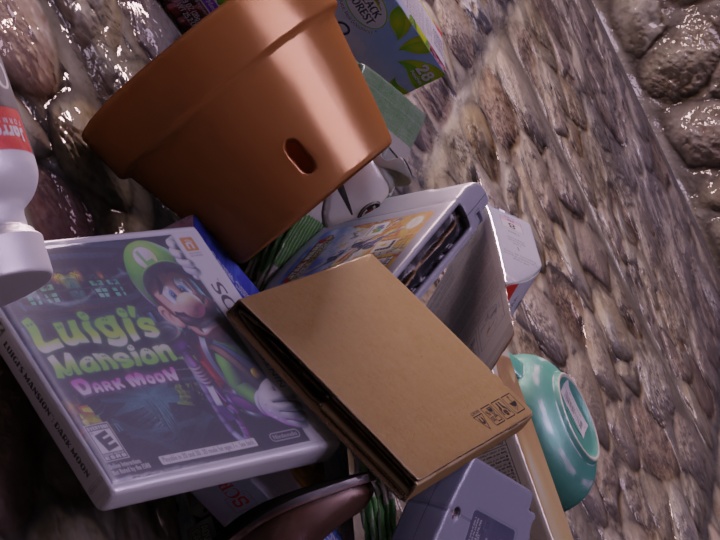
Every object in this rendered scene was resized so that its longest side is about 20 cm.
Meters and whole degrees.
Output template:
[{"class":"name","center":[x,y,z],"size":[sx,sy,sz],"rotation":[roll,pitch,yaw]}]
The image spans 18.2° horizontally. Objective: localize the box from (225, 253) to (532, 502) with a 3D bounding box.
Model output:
[{"class":"box","center":[0.017,0.063,1.463],"size":[0.163,0.021,0.200],"rotation":[45,24,12]}]

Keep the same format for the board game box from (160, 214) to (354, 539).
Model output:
[{"class":"board game box","center":[-0.072,0.096,1.491],"size":[0.200,0.041,0.200],"rotation":[51,22,-37]}]

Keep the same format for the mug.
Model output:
[{"class":"mug","center":[0.143,0.148,2.042],"size":[0.185,0.114,0.153],"rotation":[40,32,-55]}]

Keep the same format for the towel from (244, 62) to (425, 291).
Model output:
[{"class":"towel","center":[-0.020,-0.056,1.767],"size":[0.201,0.023,0.152],"rotation":[-66,154,-4]}]

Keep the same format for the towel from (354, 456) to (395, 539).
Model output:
[{"class":"towel","center":[0.018,0.181,1.561],"size":[0.153,0.023,0.201],"rotation":[-96,177,-61]}]

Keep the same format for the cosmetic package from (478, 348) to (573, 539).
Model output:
[{"class":"cosmetic package","center":[0.100,0.160,1.926],"size":[0.071,0.105,0.201],"rotation":[13,58,-68]}]

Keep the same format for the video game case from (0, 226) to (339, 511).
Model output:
[{"class":"video game case","center":[-0.127,0.052,1.350],"size":[0.200,0.023,0.182],"rotation":[-7,55,-50]}]

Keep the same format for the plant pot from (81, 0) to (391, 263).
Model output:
[{"class":"plant pot","center":[-0.073,-0.100,1.548],"size":[0.140,0.200,0.200],"rotation":[52,19,-2]}]

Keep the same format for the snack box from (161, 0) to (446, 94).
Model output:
[{"class":"snack box","center":[-0.048,-0.213,1.846],"size":[0.200,0.168,0.068],"rotation":[53,21,-38]}]

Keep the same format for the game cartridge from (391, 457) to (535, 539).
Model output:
[{"class":"game cartridge","center":[0.053,0.226,1.495],"size":[0.133,0.041,0.201],"rotation":[38,68,-59]}]

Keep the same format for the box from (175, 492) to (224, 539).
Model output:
[{"class":"box","center":[-0.058,0.195,1.534],"size":[0.200,0.040,0.137],"rotation":[42,29,-51]}]

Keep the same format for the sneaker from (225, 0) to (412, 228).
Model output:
[{"class":"sneaker","center":[-0.056,-0.119,1.662],"size":[0.200,0.088,0.074],"rotation":[51,-9,17]}]

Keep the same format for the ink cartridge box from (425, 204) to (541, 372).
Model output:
[{"class":"ink cartridge box","center":[0.083,0.065,1.672],"size":[0.057,0.163,0.200],"rotation":[21,25,-19]}]

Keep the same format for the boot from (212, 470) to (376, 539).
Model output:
[{"class":"boot","center":[-0.034,0.243,1.364],"size":[0.201,0.186,0.064],"rotation":[64,-13,0]}]

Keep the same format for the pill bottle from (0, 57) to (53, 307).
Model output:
[{"class":"pill bottle","center":[-0.242,-0.076,1.217],"size":[0.201,0.115,0.116],"rotation":[70,18,8]}]

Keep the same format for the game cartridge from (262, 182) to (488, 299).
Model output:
[{"class":"game cartridge","center":[0.000,0.000,1.667],"size":[0.200,0.133,0.042],"rotation":[-49,125,-49]}]
